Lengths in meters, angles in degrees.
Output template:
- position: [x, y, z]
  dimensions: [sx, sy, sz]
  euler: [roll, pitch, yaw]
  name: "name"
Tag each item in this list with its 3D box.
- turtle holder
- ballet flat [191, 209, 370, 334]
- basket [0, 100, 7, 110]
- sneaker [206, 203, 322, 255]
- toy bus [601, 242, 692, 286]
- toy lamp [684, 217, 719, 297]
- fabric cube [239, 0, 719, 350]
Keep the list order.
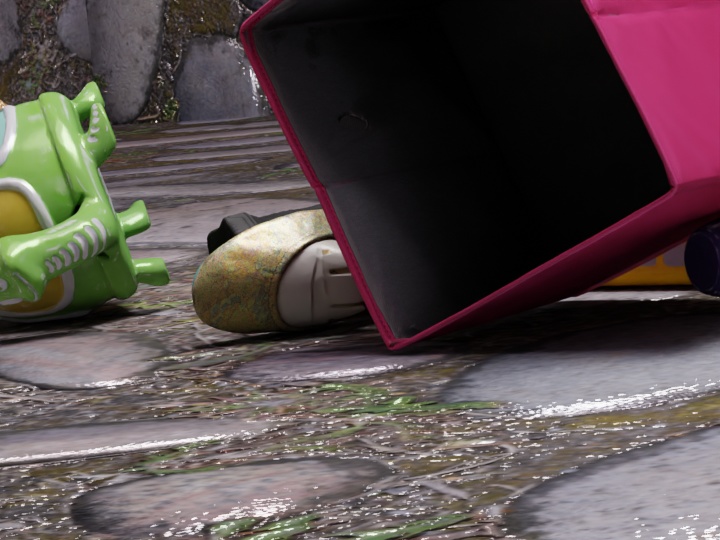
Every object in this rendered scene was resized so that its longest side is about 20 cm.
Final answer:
- position: [-0.198, -0.022, 1.805]
  dimensions: [0.132, 0.141, 0.186]
  euler: [-20, 47, -3]
  name: "turtle holder"
- position: [0.000, 0.000, 1.644]
  dimensions: [0.200, 0.071, 0.071]
  euler: [-10, 7, -38]
  name: "ballet flat"
- position: [-0.284, -0.082, 2.265]
  dimensions: [0.143, 0.149, 0.200]
  euler: [-4, 5, 10]
  name: "basket"
- position: [-0.035, -0.014, 1.798]
  dimensions: [0.104, 0.060, 0.200]
  euler: [-11, 3, -10]
  name: "sneaker"
- position: [0.181, -0.032, 1.689]
  dimensions: [0.200, 0.078, 0.065]
  euler: [-1, 6, 37]
  name: "toy bus"
- position: [0.264, -0.016, 1.573]
  dimensions: [0.200, 0.058, 0.058]
  euler: [-6, 5, -30]
  name: "toy lamp"
- position: [0.097, -0.096, 1.544]
  dimensions: [0.196, 0.200, 0.199]
  euler: [-31, -9, 34]
  name: "fabric cube"
